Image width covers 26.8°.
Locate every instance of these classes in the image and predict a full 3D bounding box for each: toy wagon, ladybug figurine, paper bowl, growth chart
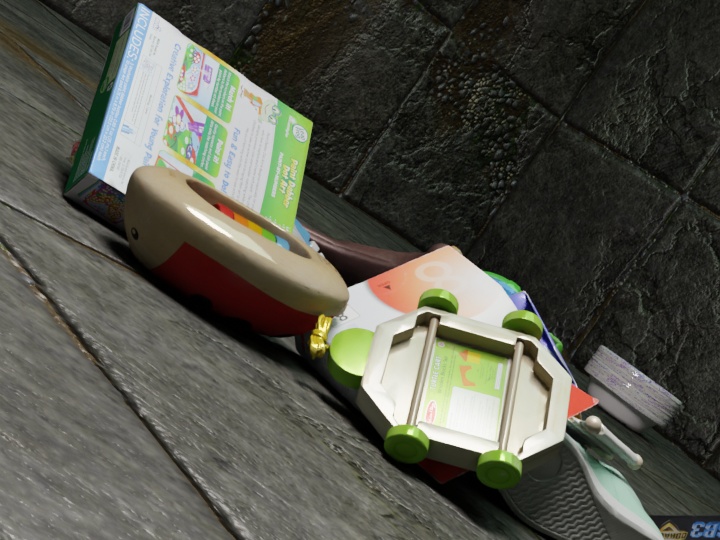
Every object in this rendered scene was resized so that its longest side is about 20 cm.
[{"bbox_3d":[0.057,0.081,1.125,0.198,0.040,0.156,15,44,2],"label":"toy wagon"},{"bbox_3d":[-0.098,-0.007,1.150,0.199,0.072,0.136,30,8,-19],"label":"ladybug figurine"},{"bbox_3d":[0.536,0.247,3.031,0.200,0.105,0.201,34,5,-3],"label":"paper bowl"},{"bbox_3d":[0.137,0.114,1.269,0.199,0.018,0.145,23,-9,25],"label":"growth chart"}]

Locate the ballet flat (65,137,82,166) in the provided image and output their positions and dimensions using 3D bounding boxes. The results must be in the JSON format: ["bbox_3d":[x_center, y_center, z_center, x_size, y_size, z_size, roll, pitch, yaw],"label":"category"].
[{"bbox_3d":[-0.198,-0.087,1.352,0.063,0.076,0.200,1,-13,18],"label":"ballet flat"}]

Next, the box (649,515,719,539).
[{"bbox_3d":[0.400,0.281,1.429,0.199,0.050,0.198,-9,-31,43],"label":"box"}]

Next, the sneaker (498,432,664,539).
[{"bbox_3d":[0.165,0.173,1.250,0.200,0.074,0.118,44,8,-16],"label":"sneaker"}]

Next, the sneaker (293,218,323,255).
[{"bbox_3d":[-0.089,-0.037,1.364,0.201,0.075,0.087,54,12,-18],"label":"sneaker"}]

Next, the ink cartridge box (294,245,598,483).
[{"bbox_3d":[0.064,0.067,1.185,0.200,0.161,0.050,37,-40,45],"label":"ink cartridge box"}]

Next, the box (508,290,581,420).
[{"bbox_3d":[0.166,0.111,1.403,0.201,0.041,0.120,70,-4,-52],"label":"box"}]

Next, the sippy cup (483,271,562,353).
[{"bbox_3d":[0.115,0.076,1.611,0.140,0.177,0.130,63,17,-1],"label":"sippy cup"}]

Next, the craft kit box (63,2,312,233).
[{"bbox_3d":[-0.138,-0.096,1.274,0.197,0.048,0.201,31,46,-25],"label":"craft kit box"}]

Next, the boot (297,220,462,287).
[{"bbox_3d":[0.000,0.000,1.486,0.166,0.073,0.200,31,-31,-3],"label":"boot"}]
